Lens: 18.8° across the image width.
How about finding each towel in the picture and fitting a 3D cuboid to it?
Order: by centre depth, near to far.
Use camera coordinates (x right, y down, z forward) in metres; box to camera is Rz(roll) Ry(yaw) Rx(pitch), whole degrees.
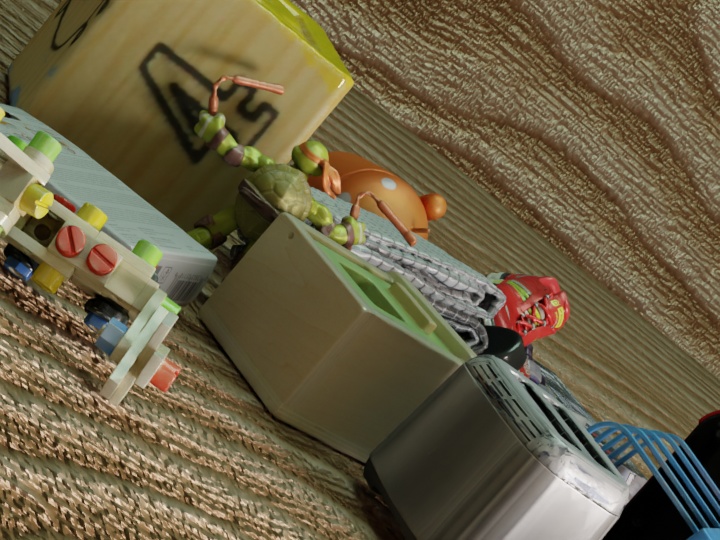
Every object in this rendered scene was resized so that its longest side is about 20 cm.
[{"bbox_3d":[0.000,0.000,1.824,0.199,0.086,0.166,23,6,-27],"label":"towel"}]

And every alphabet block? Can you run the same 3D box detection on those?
[{"bbox_3d":[-0.149,-0.157,1.756,0.196,0.200,0.195,37,9,-21],"label":"alphabet block"}]

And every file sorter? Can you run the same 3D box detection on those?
[{"bbox_3d":[0.199,0.196,1.646,0.123,0.139,0.200,57,13,18],"label":"file sorter"}]

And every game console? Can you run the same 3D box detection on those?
[{"bbox_3d":[0.288,0.229,1.734,0.177,0.200,0.031,45,11,26],"label":"game console"}]

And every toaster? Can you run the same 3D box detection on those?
[{"bbox_3d":[0.095,0.150,1.480,0.113,0.129,0.200,35,11,-29],"label":"toaster"}]

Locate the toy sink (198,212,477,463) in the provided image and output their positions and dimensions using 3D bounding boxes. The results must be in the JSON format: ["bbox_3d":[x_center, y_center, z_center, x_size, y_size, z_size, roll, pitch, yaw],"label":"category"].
[{"bbox_3d":[0.002,0.062,1.622,0.200,0.112,0.130,32,13,-45],"label":"toy sink"}]

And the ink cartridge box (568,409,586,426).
[{"bbox_3d":[0.097,0.112,1.782,0.199,0.045,0.176,20,-6,37],"label":"ink cartridge box"}]

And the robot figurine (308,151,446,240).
[{"bbox_3d":[-0.005,-0.048,2.045,0.143,0.117,0.200,26,4,-25],"label":"robot figurine"}]

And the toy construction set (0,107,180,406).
[{"bbox_3d":[-0.172,-0.010,1.298,0.200,0.092,0.131,49,-16,1],"label":"toy construction set"}]

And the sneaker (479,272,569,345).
[{"bbox_3d":[0.149,0.038,2.002,0.200,0.084,0.077,-58,142,-71],"label":"sneaker"}]

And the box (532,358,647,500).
[{"bbox_3d":[0.188,0.148,2.198,0.158,0.050,0.200,33,12,-43],"label":"box"}]

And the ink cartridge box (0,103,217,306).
[{"bbox_3d":[-0.212,-0.051,1.522,0.200,0.050,0.162,35,7,16],"label":"ink cartridge box"}]

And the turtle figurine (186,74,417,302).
[{"bbox_3d":[-0.066,-0.038,1.653,0.200,0.161,0.064,39,9,-15],"label":"turtle figurine"}]

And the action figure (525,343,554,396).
[{"bbox_3d":[0.164,0.158,1.997,0.130,0.069,0.200,44,19,-31],"label":"action figure"}]

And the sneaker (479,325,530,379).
[{"bbox_3d":[0.067,0.094,1.925,0.201,0.067,0.108,13,-54,40],"label":"sneaker"}]
